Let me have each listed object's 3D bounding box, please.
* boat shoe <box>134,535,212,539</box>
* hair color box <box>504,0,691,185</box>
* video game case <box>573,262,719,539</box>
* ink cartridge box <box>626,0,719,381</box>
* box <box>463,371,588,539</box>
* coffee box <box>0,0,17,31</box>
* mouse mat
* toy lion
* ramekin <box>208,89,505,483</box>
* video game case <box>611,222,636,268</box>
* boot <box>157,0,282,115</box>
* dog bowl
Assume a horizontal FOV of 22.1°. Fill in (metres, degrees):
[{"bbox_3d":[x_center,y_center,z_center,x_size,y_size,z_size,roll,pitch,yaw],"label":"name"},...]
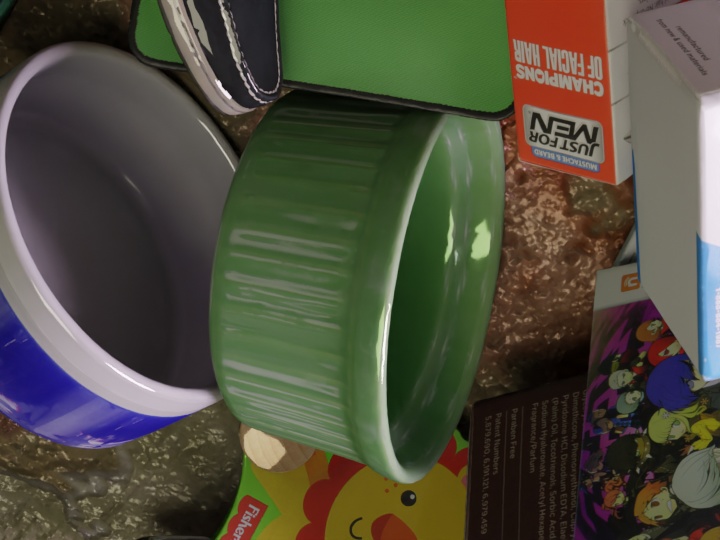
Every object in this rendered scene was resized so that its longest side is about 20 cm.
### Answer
[{"bbox_3d":[-0.054,0.199,1.170,0.197,0.068,0.074,-1,122,3],"label":"boat shoe"},{"bbox_3d":[0.118,-0.154,0.831,0.064,0.111,0.202,17,126,40],"label":"hair color box"},{"bbox_3d":[0.195,0.070,0.898,0.180,0.201,0.036,-12,138,28],"label":"video game case"},{"bbox_3d":[0.225,-0.053,0.807,0.198,0.086,0.147,-15,126,-9],"label":"ink cartridge box"},{"bbox_3d":[0.176,0.156,0.993,0.199,0.165,0.166,-17,135,26],"label":"box"},{"bbox_3d":[-0.246,-0.087,0.992,0.044,0.123,0.200,32,128,-10],"label":"coffee box"},{"bbox_3d":[-0.006,-0.164,0.881,0.198,0.008,0.163,10,88,10],"label":"mouse mat"},{"bbox_3d":[-0.009,0.169,1.095,0.191,0.069,0.201,30,92,-5],"label":"toy lion"},{"bbox_3d":[0.000,0.000,0.942,0.097,0.200,0.201,10,127,18],"label":"ramekin"},{"bbox_3d":[0.225,-0.031,0.949,0.142,0.018,0.201,22,134,0],"label":"video game case"},{"bbox_3d":[-0.018,-0.177,0.818,0.152,0.073,0.206,-6,101,19],"label":"boot"},{"bbox_3d":[-0.137,-0.012,0.964,0.078,0.201,0.200,-27,113,32],"label":"dog bowl"}]
